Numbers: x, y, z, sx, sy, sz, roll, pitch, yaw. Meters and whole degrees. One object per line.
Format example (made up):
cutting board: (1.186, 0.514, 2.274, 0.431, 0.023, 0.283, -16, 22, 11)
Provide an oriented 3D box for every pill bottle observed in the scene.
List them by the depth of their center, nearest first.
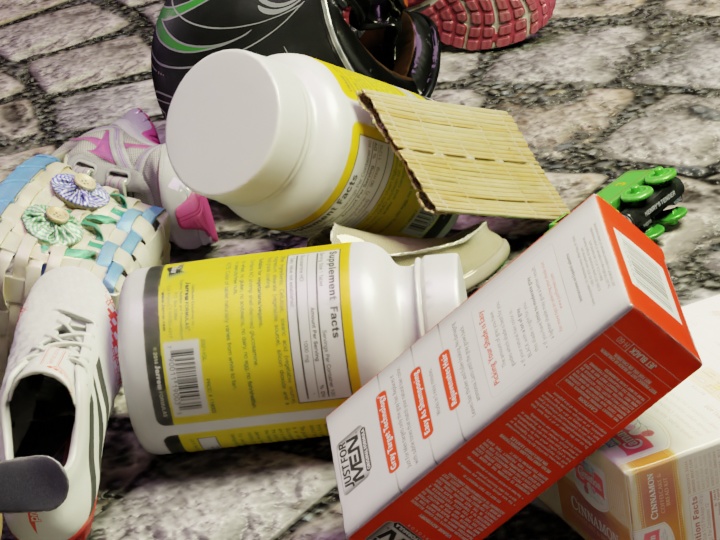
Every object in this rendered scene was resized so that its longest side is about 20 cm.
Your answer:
pill bottle: (-0.036, 0.043, 1.517, 0.199, 0.113, 0.113, -6, 24, 5)
pill bottle: (-0.027, -0.078, 1.677, 0.114, 0.115, 0.200, 11, -2, 38)

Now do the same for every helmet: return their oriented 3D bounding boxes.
helmet: (-0.059, -0.151, 1.865, 0.190, 0.200, 0.200, -22, 16, 31)

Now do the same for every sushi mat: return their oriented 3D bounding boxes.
sushi mat: (0.071, -0.073, 1.684, 0.012, 0.096, 0.200, -37, -19, 25)

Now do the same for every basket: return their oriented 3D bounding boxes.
basket: (-0.228, 0.002, 1.644, 0.199, 0.139, 0.176, 6, 27, 10)

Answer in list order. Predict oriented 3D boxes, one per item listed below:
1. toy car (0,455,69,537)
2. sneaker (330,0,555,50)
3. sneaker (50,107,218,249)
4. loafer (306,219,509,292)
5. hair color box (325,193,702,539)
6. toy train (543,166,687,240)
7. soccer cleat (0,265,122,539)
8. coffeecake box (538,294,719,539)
toy car: (-0.233, 0.119, 1.381, 0.200, 0.165, 0.158, 16, 33, 26)
sneaker: (0.067, -0.229, 2.126, 0.199, 0.081, 0.075, 2, 24, 24)
sneaker: (-0.165, -0.054, 1.835, 0.088, 0.082, 0.200, -22, 20, -17)
loafer: (0.000, 0.000, 1.631, 0.200, 0.068, 0.076, -18, 3, -17)
hair color box: (0.076, 0.064, 1.344, 0.200, 0.061, 0.102, -40, 32, 21)
toy train: (0.144, -0.017, 1.676, 0.056, 0.042, 0.200, -1, 24, 43)
soccer cleat: (-0.174, 0.065, 1.474, 0.068, 0.085, 0.200, -1, 50, 5)
coffeecake box: (0.198, 0.080, 1.395, 0.199, 0.073, 0.154, -17, 25, -17)
